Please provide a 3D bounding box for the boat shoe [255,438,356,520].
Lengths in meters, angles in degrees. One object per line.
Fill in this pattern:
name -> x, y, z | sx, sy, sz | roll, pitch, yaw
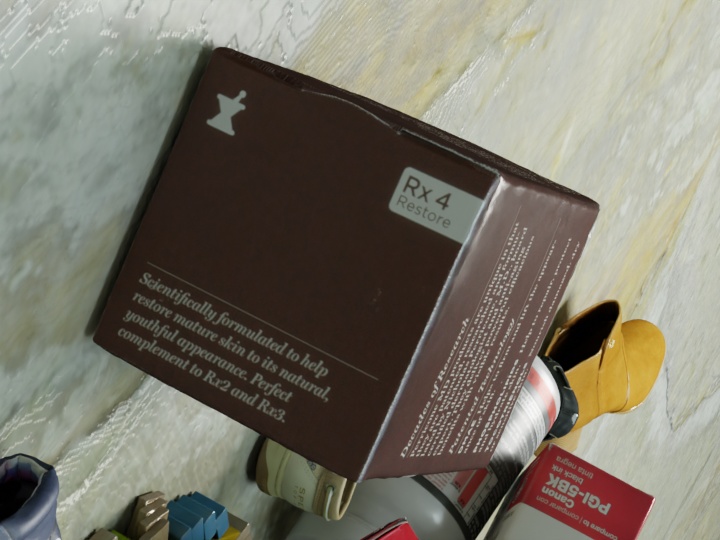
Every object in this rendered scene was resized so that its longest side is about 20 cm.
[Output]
boat shoe -> 0.008, 0.068, 1.287 | 0.200, 0.063, 0.073 | -59, 158, -15

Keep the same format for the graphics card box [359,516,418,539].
graphics card box -> -0.059, 0.223, 1.174 | 0.200, 0.051, 0.125 | -35, 174, 37

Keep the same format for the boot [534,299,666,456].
boot -> 0.221, 0.072, 1.781 | 0.201, 0.071, 0.144 | -43, 154, -34

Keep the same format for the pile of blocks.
pile of blocks -> -0.100, 0.173, 1.152 | 0.200, 0.062, 0.082 | -17, 130, -63

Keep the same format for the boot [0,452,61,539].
boot -> -0.203, 0.166, 0.909 | 0.200, 0.073, 0.090 | -48, 147, -52

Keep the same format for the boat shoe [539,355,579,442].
boat shoe -> 0.136, 0.102, 1.553 | 0.199, 0.066, 0.075 | 105, 4, -83

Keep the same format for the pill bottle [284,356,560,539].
pill bottle -> 0.042, 0.136, 1.370 | 0.200, 0.116, 0.116 | -53, 156, -29

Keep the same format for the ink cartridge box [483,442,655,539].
ink cartridge box -> 0.105, 0.231, 1.336 | 0.200, 0.083, 0.147 | -61, 177, -18

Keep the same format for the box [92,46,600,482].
box -> 0.000, 0.000, 1.046 | 0.164, 0.166, 0.200 | -66, 159, 7
